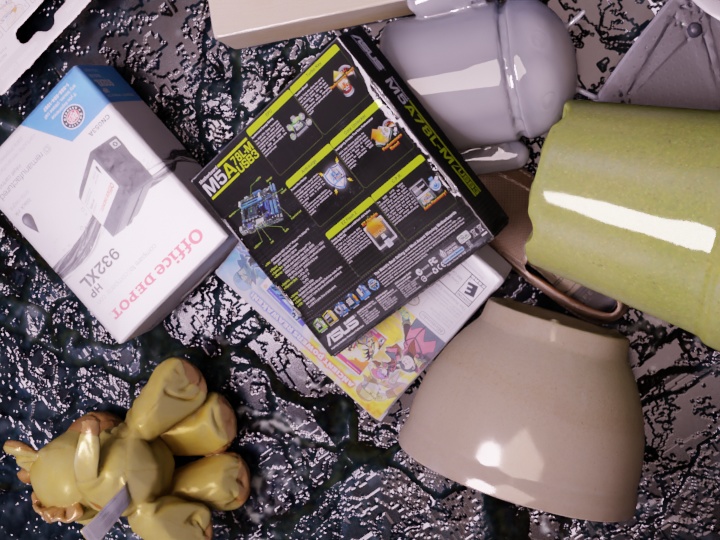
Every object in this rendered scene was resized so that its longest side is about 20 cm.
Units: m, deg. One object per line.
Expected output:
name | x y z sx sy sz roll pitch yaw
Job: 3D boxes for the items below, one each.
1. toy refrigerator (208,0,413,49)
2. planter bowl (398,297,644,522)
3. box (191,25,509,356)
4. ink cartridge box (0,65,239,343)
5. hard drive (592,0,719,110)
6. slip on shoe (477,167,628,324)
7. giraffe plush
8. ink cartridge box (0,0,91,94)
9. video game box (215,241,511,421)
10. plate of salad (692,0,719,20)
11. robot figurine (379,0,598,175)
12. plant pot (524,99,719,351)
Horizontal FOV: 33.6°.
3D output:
toy refrigerator | -0.026 -0.246 1.007 0.198 0.070 0.077 -10 90 11
planter bowl | 0.142 0.100 0.962 0.198 0.200 0.136 15 95 8
box | -0.013 -0.057 0.953 0.200 0.047 0.194 -39 89 35
ink cartridge box | -0.218 -0.060 1.061 0.145 0.084 0.200 -42 89 13
hard drive | 0.256 -0.116 0.983 0.134 0.042 0.201 34 103 4
slip on shoe | 0.146 -0.027 1.007 0.200 0.061 0.076 44 103 2
giraffe plush | -0.223 0.181 1.073 0.161 0.199 0.175 -9 101 41
ink cartridge box | -0.331 -0.286 1.073 0.161 0.050 0.200 -42 93 13
video game box | 0.000 0.000 1.030 0.200 0.047 0.183 42 114 3
plate of salad | 0.332 -0.281 0.918 0.198 0.048 0.203 -4 78 18
robot figurine | 0.088 -0.157 0.963 0.198 0.113 0.171 -8 120 14
plant pot | 0.228 -0.045 0.894 0.182 0.200 0.203 16 101 20
